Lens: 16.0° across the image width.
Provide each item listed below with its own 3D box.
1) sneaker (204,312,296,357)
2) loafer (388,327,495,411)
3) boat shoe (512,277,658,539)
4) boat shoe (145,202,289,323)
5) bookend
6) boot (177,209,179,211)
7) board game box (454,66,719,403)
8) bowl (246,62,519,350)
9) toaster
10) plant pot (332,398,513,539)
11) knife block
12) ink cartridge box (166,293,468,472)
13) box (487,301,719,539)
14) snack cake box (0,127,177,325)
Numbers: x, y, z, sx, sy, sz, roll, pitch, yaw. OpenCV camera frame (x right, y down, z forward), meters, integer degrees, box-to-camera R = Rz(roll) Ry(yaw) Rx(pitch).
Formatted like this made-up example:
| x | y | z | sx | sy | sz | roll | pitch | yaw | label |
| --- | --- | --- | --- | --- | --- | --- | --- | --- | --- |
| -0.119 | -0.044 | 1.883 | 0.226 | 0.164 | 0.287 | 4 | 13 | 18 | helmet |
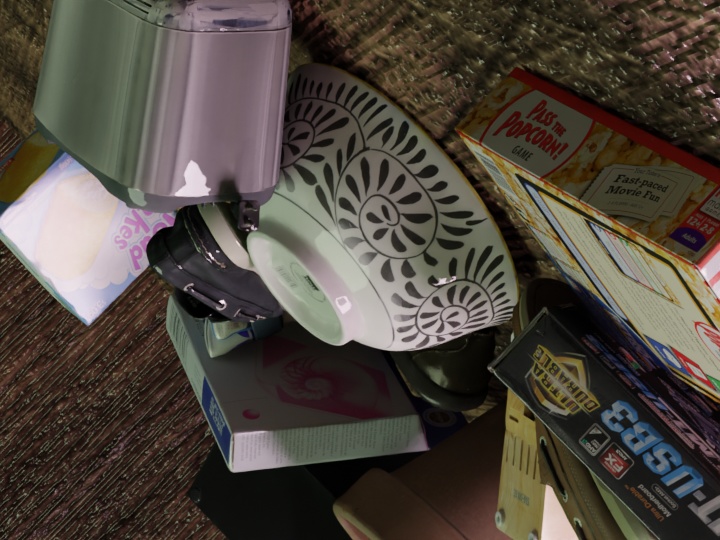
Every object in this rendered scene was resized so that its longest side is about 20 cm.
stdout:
| x | y | z | sx | sy | sz | roll | pitch | yaw | label |
| --- | --- | --- | --- | --- | --- | --- | --- | --- | --- |
| -0.044 | 0.031 | 1.925 | 0.200 | 0.146 | 0.081 | 45 | 172 | 2 | sneaker |
| 0.034 | 0.003 | 1.720 | 0.073 | 0.072 | 0.200 | -7 | -132 | -44 | loafer |
| 0.124 | 0.097 | 1.432 | 0.072 | 0.068 | 0.201 | 4 | -133 | -31 | boat shoe |
| -0.091 | 0.002 | 1.648 | 0.075 | 0.066 | 0.199 | 59 | -177 | 10 | boat shoe |
| 0.007 | 0.194 | 1.979 | 0.199 | 0.092 | 0.199 | 42 | -157 | 30 | bookend |
| -0.074 | -0.053 | 1.757 | 0.155 | 0.073 | 0.201 | 36 | 156 | 55 | boot |
| 0.143 | 0.000 | 1.161 | 0.152 | 0.046 | 0.200 | 51 | 171 | -34 | board game box |
| -0.007 | -0.018 | 1.551 | 0.201 | 0.094 | 0.201 | 42 | 160 | 20 | bowl |
| -0.112 | -0.117 | 1.500 | 0.200 | 0.113 | 0.130 | 38 | 126 | 51 | toaster |
| 0.107 | 0.170 | 1.748 | 0.200 | 0.175 | 0.200 | 44 | 173 | 7 | plant pot |
| 0.177 | 0.121 | 1.615 | 0.064 | 0.174 | 0.202 | -153 | 65 | -63 | knife block |
| -0.029 | 0.074 | 1.951 | 0.197 | 0.198 | 0.044 | -122 | 31 | -54 | ink cartridge box |
| 0.168 | 0.098 | 1.305 | 0.200 | 0.050 | 0.198 | 44 | -166 | 10 | box |
| -0.170 | -0.075 | 1.845 | 0.115 | 0.200 | 0.067 | 49 | 170 | -31 | snack cake box |
